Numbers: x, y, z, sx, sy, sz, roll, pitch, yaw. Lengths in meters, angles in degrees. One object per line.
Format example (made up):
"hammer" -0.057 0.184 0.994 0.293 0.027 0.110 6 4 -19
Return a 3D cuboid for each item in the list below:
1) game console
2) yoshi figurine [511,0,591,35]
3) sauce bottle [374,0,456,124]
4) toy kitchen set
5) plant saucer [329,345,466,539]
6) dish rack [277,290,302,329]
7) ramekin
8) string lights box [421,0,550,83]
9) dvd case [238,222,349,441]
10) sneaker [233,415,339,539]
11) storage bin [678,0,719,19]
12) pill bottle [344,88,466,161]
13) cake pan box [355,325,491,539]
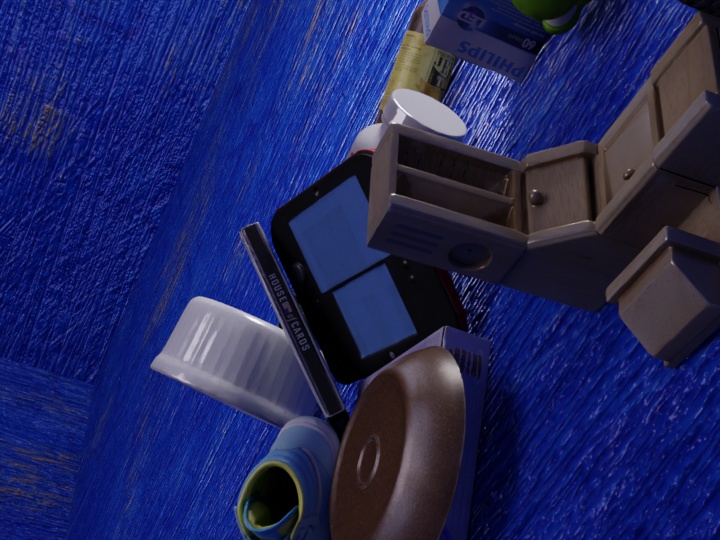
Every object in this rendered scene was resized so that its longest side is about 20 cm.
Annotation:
"game console" 0.000 0.000 1.033 0.199 0.031 0.179 -29 81 52
"yoshi figurine" 0.176 -0.266 0.878 0.113 0.110 0.201 -101 30 -47
"sauce bottle" 0.075 -0.238 1.235 0.065 0.064 0.203 -141 69 -72
"toy kitchen set" 0.119 -0.043 0.693 0.201 0.178 0.165 123 158 -50
"plant saucer" 0.020 0.152 0.893 0.200 0.036 0.204 -162 89 -72
"dish rack" -0.046 -0.025 1.418 0.202 0.054 0.154 -88 24 -43
"ramekin" -0.131 0.109 1.316 0.099 0.198 0.200 -66 16 -10
"string lights box" 0.141 -0.271 0.992 0.059 0.101 0.201 -92 27 -48
"dvd case" -0.059 0.066 1.131 0.151 0.024 0.202 76 169 -72
"sneaker" -0.065 0.242 1.013 0.130 0.078 0.204 -31 -62 -70
"storage bin" 0.244 -0.257 0.671 0.135 0.092 0.203 146 140 -64
"pill bottle" 0.026 -0.071 1.143 0.109 0.107 0.202 -99 32 -57
"cake pan box" 0.037 0.167 0.964 0.184 0.052 0.203 134 150 -59
